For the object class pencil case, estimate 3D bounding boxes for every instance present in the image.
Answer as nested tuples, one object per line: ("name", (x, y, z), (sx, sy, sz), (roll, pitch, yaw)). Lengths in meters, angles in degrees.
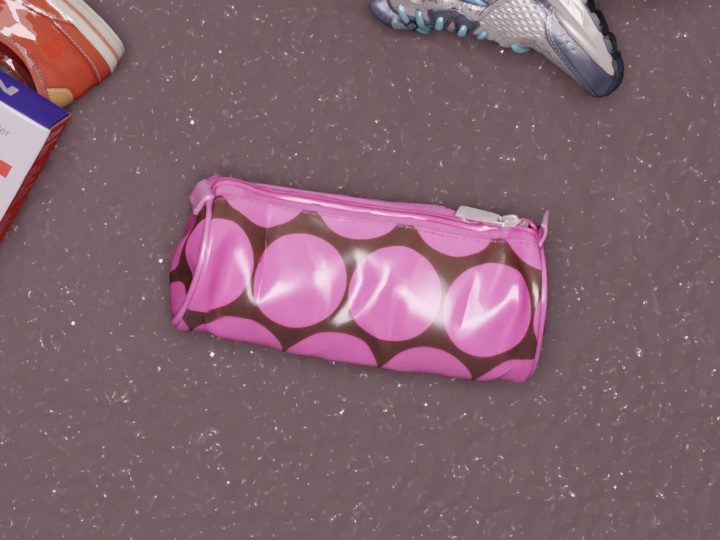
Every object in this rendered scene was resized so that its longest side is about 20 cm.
("pencil case", (0.000, 0.000, 1.058), (0.200, 0.091, 0.094), (6, 125, -5))

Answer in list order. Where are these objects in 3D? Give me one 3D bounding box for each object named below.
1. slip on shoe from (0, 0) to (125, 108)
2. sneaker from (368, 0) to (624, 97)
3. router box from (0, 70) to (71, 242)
("slip on shoe", (-0.217, -0.157, 1.048), (0.200, 0.074, 0.061), (40, 78, -8))
("sneaker", (0.054, -0.154, 1.073), (0.200, 0.078, 0.086), (43, 100, 4))
("router box", (-0.280, -0.053, 1.035), (0.200, 0.049, 0.180), (32, 105, -3))
